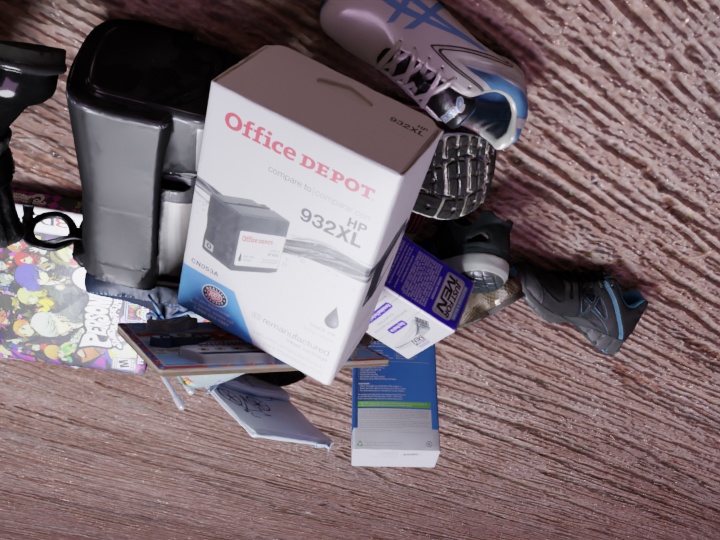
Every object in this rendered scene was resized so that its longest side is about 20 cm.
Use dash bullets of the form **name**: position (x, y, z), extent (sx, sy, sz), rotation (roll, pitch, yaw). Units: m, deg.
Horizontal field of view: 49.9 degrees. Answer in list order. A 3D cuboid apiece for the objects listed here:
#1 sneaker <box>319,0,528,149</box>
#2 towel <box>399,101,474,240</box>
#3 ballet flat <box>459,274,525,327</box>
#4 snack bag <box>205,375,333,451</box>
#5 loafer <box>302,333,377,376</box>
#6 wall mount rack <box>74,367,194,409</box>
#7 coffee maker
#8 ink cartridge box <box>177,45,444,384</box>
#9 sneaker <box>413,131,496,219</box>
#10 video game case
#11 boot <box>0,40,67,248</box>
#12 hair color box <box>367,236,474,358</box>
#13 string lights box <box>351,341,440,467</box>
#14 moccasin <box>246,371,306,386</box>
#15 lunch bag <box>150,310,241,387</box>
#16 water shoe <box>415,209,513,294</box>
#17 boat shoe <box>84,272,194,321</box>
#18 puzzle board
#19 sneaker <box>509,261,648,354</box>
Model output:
- **sneaker**: position (0.056, -0.159, 0.608), extent (0.198, 0.074, 0.072), rotation (21, 144, -27)
- **towel**: position (0.015, -0.094, 0.757), extent (0.141, 0.023, 0.201), rotation (8, 148, -12)
- **ballet flat**: position (0.140, 0.030, 0.897), extent (0.067, 0.047, 0.200), rotation (-31, 174, -8)
- **snack bag**: position (-0.140, 0.155, 0.993), extent (0.022, 0.199, 0.188), rotation (-54, 148, 4)
- **loafer**: position (-0.011, 0.058, 0.869), extent (0.199, 0.073, 0.072), rotation (-23, 142, -49)
- **wall mount rack**: position (-0.290, 0.108, 0.986), extent (0.171, 0.076, 0.200), rotation (20, 157, -12)
- **coffee maker**: position (-0.190, -0.087, 0.642), extent (0.189, 0.136, 0.202), rotation (-9, 142, -21)
- **ink cartridge box**: position (-0.045, -0.037, 0.571), extent (0.143, 0.084, 0.202), rotation (27, 129, 9)
- **sneaker**: position (0.029, -0.092, 0.678), extent (0.197, 0.089, 0.080), rotation (-5, 118, -22)
- **video game case**: position (-0.314, 0.016, 0.841), extent (0.178, 0.036, 0.203), rotation (9, 120, -10)
- **boot**: position (-0.285, -0.091, 0.586), extent (0.209, 0.161, 0.079), rotation (9, -168, 44)
- **hair color box**: position (0.000, 0.000, 0.765), extent (0.199, 0.065, 0.109), rotation (34, 152, -8)
- **string lights box**: position (0.041, 0.130, 0.941), extent (0.101, 0.203, 0.059), rotation (2, 148, -1)
- **moccasin**: position (-0.123, 0.106, 1.028), extent (0.073, 0.079, 0.200), rotation (-37, 151, 23)
- **lunch bag**: position (-0.129, 0.038, 0.865), extent (0.197, 0.078, 0.162), rotation (-21, 142, -12)
- **water shoe**: position (0.098, -0.018, 0.836), extent (0.071, 0.080, 0.199), rotation (23, 167, -27)
- **boat shoe**: position (-0.164, 0.033, 0.745), extent (0.196, 0.070, 0.084), rotation (8, -173, -11)
- **puzzle board**: position (-0.095, 0.060, 0.668), extent (0.197, 0.018, 0.150), rotation (1, -172, -30)
- **sneaker**: position (0.256, 0.025, 0.920), extent (0.198, 0.074, 0.082), rotation (24, 113, -29)
